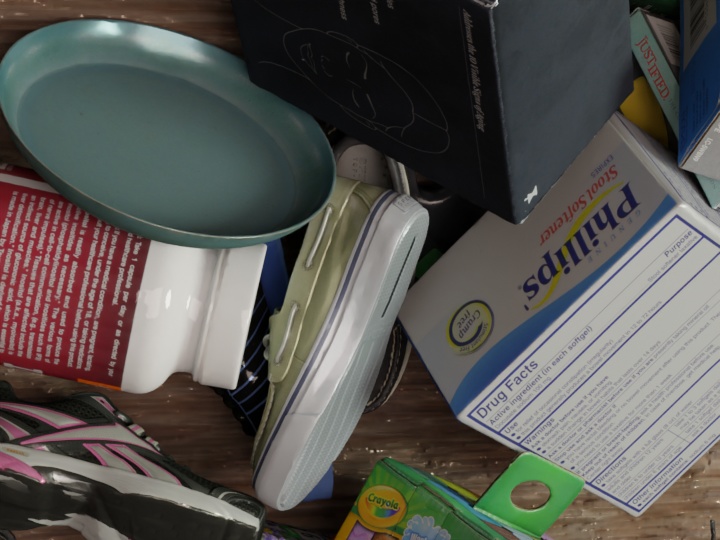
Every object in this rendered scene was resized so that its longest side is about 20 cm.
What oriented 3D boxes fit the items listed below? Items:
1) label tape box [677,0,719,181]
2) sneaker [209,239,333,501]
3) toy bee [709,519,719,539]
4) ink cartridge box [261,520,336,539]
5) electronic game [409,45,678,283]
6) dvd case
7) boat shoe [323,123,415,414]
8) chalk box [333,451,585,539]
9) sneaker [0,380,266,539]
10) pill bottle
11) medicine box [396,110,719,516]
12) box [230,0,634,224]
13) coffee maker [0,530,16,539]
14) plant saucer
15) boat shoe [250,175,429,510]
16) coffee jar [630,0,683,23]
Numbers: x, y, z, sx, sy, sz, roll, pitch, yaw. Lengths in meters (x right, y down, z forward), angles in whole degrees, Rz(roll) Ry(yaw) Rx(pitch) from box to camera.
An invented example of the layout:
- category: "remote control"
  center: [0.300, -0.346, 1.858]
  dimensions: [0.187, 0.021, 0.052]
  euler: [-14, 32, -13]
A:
- category: "label tape box"
  center: [0.286, -0.098, 1.641]
  dimensions: [0.200, 0.144, 0.063]
  euler: [17, 138, -12]
- category: "sneaker"
  center: [-0.072, 0.051, 1.691]
  dimensions: [0.078, 0.070, 0.200]
  euler: [-16, 103, -6]
- category: "toy bee"
  center: [0.139, 0.216, 1.765]
  dimensions: [0.109, 0.131, 0.200]
  euler: [18, 109, -15]
- category: "ink cartridge box"
  center: [-0.036, 0.217, 1.741]
  dimensions: [0.200, 0.050, 0.109]
  euler: [15, 95, -21]
- category: "electronic game"
  center: [0.093, -0.066, 1.711]
  dimensions: [0.200, 0.042, 0.200]
  euler: [-2, 115, -5]
- category: "dvd case"
  center: [0.252, -0.078, 1.715]
  dimensions: [0.200, 0.146, 0.022]
  euler: [15, 132, -46]
- category: "boat shoe"
  center: [0.000, 0.000, 1.686]
  dimensions: [0.074, 0.060, 0.200]
  euler: [6, 112, 0]
- category: "chalk box"
  center: [0.058, 0.196, 1.671]
  dimensions: [0.125, 0.124, 0.200]
  euler: [27, 93, -40]
- category: "sneaker"
  center: [-0.146, 0.112, 1.648]
  dimensions: [0.200, 0.080, 0.086]
  euler: [19, 49, -11]
- category: "pill bottle"
  center: [-0.159, 0.006, 1.592]
  dimensions: [0.200, 0.113, 0.113]
  euler: [12, 96, -2]
- category: "medicine box"
  center: [0.155, 0.027, 1.684]
  dimensions: [0.182, 0.103, 0.200]
  euler: [-45, 137, 14]
- category: "box"
  center: [0.035, -0.161, 1.556]
  dimensions: [0.124, 0.197, 0.200]
  euler: [-48, 153, -22]
- category: "coffee maker"
  center: [-0.187, 0.261, 1.613]
  dimensions: [0.135, 0.200, 0.192]
  euler: [-32, 110, -12]
- category: "plant saucer"
  center: [-0.112, -0.073, 1.594]
  dimensions: [0.200, 0.200, 0.027]
  euler: [9, 126, -21]
- category: "boat shoe"
  center: [-0.023, 0.041, 1.639]
  dimensions: [0.062, 0.072, 0.200]
  euler: [27, 100, 20]
- category: "coffee jar"
  center: [0.144, -0.206, 1.705]
  dimensions: [0.200, 0.085, 0.104]
  euler: [5, 95, -21]
